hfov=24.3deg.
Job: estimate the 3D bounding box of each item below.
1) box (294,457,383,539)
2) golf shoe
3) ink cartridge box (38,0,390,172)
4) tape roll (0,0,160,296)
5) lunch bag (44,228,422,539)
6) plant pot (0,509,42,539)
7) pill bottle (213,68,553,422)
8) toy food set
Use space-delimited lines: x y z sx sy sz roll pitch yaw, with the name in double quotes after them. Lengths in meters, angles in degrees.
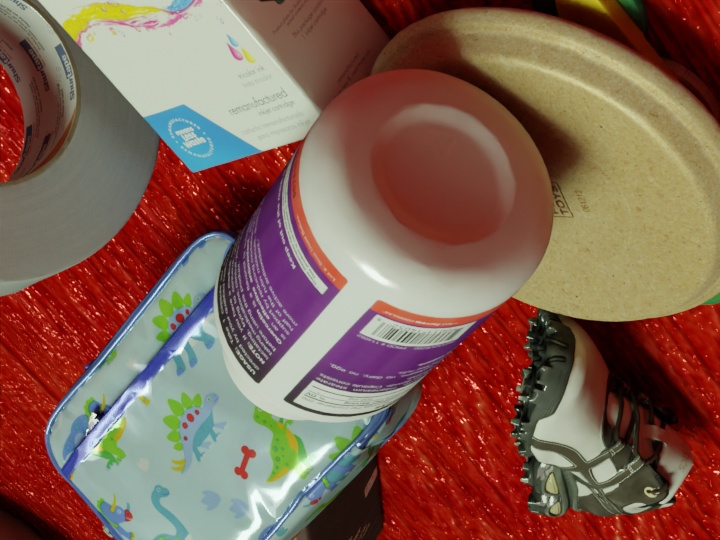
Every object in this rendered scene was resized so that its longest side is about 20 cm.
-0.039 0.149 1.115 0.075 0.100 0.200 18 147 19 "box"
0.132 0.079 0.893 0.094 0.078 0.200 8 158 15 "golf shoe"
-0.094 -0.147 0.783 0.116 0.067 0.200 -12 127 49 "ink cartridge box"
-0.202 -0.085 0.836 0.200 0.200 0.066 44 148 -19 "tape roll"
-0.079 0.081 0.967 0.161 0.082 0.200 48 110 11 "lunch bag"
-0.386 0.285 1.546 0.134 0.200 0.200 53 153 18 "plant pot"
0.000 0.000 0.768 0.112 0.113 0.200 35 148 -4 "pill bottle"
0.095 -0.048 0.773 0.198 0.049 0.200 -12 127 49 "toy food set"
